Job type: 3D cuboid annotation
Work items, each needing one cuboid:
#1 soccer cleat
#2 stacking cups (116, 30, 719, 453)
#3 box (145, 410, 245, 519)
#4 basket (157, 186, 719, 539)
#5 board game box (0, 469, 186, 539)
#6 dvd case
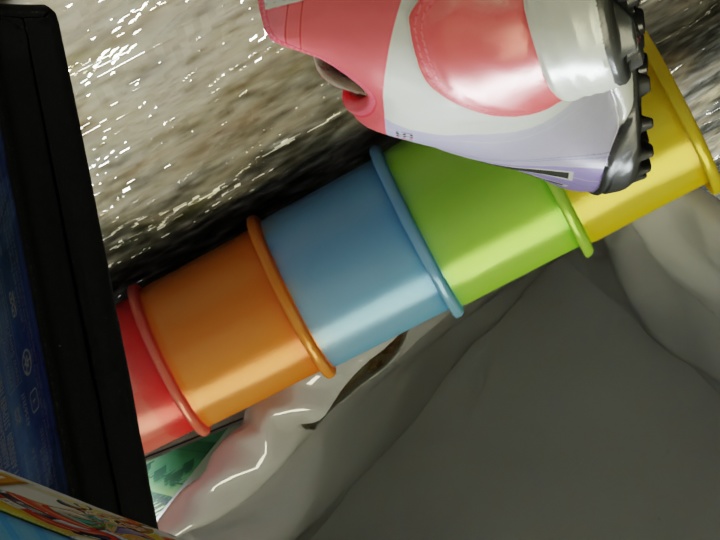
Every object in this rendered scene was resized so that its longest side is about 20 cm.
[{"bbox_3d":[0.027,-0.054,0.616,0.073,0.069,0.200,-6,175,7],"label":"soccer cleat"},{"bbox_3d":[0.000,0.000,0.757,0.199,0.061,0.061,-29,169,2],"label":"stacking cups"},{"bbox_3d":[-0.107,0.115,0.916,0.144,0.036,0.201,-20,146,-39],"label":"box"},{"bbox_3d":[0.067,0.084,0.851,0.198,0.200,0.161,-49,175,-5],"label":"basket"},{"bbox_3d":[-0.098,0.093,0.464,0.034,0.199,0.135,8,101,-72],"label":"board game box"},{"bbox_3d":[-0.090,0.055,0.572,0.017,0.143,0.200,-2,156,-28],"label":"dvd case"}]
